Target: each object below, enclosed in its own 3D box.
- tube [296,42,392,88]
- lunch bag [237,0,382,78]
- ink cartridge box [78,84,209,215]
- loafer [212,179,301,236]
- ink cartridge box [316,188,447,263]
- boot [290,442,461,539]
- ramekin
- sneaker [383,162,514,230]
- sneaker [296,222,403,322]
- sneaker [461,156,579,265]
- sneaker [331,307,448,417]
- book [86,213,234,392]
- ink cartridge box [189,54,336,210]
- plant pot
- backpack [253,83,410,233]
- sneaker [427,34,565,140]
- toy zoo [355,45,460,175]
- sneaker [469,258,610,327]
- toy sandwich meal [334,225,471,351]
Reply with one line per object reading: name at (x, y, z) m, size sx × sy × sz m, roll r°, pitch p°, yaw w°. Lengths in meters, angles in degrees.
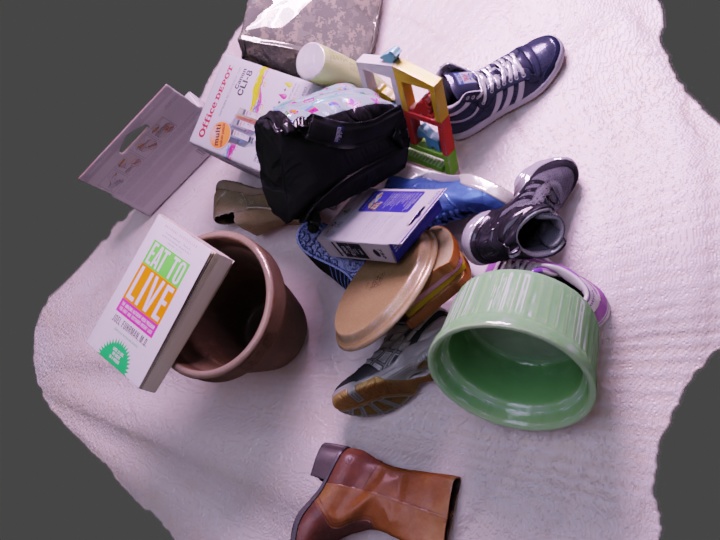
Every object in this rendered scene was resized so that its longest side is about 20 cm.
tube at (-0.008, -0.266, 1.448) m, size 0.052 × 0.199 × 0.059 m, roll -16°, pitch 77°, yaw 34°
lunch bag at (-0.068, -0.372, 1.556) m, size 0.198 × 0.118 × 0.166 m, roll 12°, pitch 74°, yaw 0°
ink cartridge box at (-0.319, -0.192, 1.605) m, size 0.200 × 0.176 × 0.045 m, roll -44°, pitch 59°, yaw 9°
loafer at (-0.142, -0.084, 1.539) m, size 0.199 × 0.076 × 0.068 m, roll 13°, pitch 81°, yaw 41°
ink cartridge box at (0.032, -0.059, 1.321) m, size 0.100 × 0.039 × 0.199 m, roll -49°, pitch 26°, yaw -19°
boot at (0.019, 0.333, 1.334) m, size 0.198 × 0.069 × 0.190 m, roll 13°, pitch 73°, yaw 24°
ramekin at (0.186, 0.091, 1.226) m, size 0.198 × 0.201 × 0.098 m, roll -1°, pitch 47°, yaw 28°
sneaker at (0.109, -0.073, 1.390) m, size 0.198 × 0.077 × 0.112 m, roll 16°, pitch 81°, yaw 32°
sneaker at (0.000, 0.000, 1.439) m, size 0.200 × 0.078 × 0.070 m, roll 40°, pitch 92°, yaw 11°
sneaker at (0.224, -0.071, 1.280) m, size 0.200 × 0.076 × 0.113 m, roll -39°, pitch 24°, yaw -22°
sneaker at (0.048, 0.120, 1.377) m, size 0.199 × 0.076 × 0.088 m, roll -29°, pitch 46°, yaw 15°
book at (-0.270, 0.041, 1.380) m, size 0.133 × 0.048 × 0.201 m, roll 30°, pitch 91°, yaw 36°
ink cartridge box at (-0.116, -0.201, 1.514) m, size 0.199 × 0.144 × 0.147 m, roll 24°, pitch 90°, yaw 33°
plant pot at (-0.160, 0.065, 1.436) m, size 0.198 × 0.174 × 0.203 m, roll -10°, pitch 69°, yaw 26°
backpack at (-0.036, -0.166, 1.354) m, size 0.199 × 0.168 × 0.126 m, roll -25°, pitch 44°, yaw -25°
sneaker at (0.177, -0.258, 1.394) m, size 0.199 × 0.108 × 0.070 m, roll -36°, pitch 61°, yaw 14°
toy zoo at (0.063, -0.215, 1.397) m, size 0.130 × 0.201 × 0.020 m, roll 25°, pitch 60°, yaw 32°
sneaker at (0.207, 0.004, 1.292) m, size 0.199 × 0.114 × 0.073 m, roll 20°, pitch 85°, yaw 33°
toy sandwich meal at (0.050, 0.029, 1.315) m, size 0.205 × 0.070 × 0.206 m, roll -44°, pitch 21°, yaw 22°
